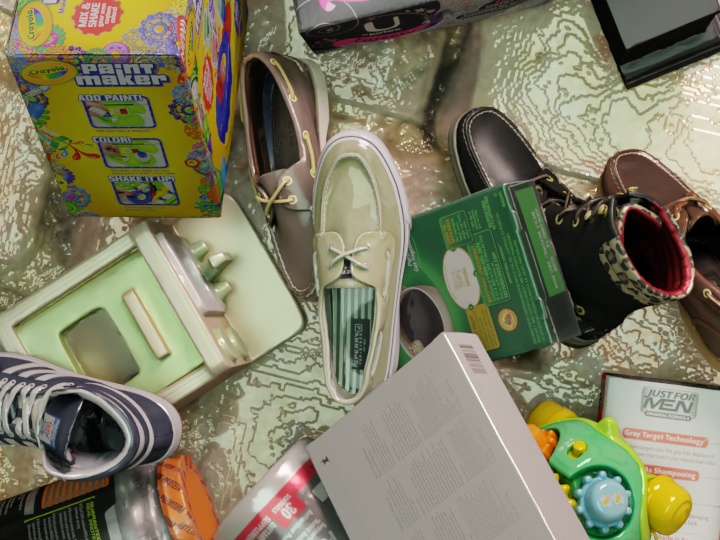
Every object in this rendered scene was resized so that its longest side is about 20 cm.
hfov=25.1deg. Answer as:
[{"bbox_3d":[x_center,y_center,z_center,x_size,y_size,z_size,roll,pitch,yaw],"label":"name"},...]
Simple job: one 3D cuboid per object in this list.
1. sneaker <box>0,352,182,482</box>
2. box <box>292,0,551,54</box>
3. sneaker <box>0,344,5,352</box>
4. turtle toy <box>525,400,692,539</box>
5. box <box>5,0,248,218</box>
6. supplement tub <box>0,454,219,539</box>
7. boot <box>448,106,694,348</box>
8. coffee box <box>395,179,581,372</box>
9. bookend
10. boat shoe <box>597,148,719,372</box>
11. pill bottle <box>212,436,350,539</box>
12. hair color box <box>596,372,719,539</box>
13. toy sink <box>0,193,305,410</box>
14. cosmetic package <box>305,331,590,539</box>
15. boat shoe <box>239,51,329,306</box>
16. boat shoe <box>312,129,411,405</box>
[{"bbox_3d":[-0.234,0.102,1.147,0.198,0.108,0.071,9,93,9],"label":"sneaker"},{"bbox_3d":[0.041,-0.253,1.228,0.198,0.115,0.133,-12,87,6],"label":"box"},{"bbox_3d":[-0.328,0.022,1.275,0.080,0.083,0.202,-18,86,5],"label":"sneaker"},{"bbox_3d":[0.137,0.194,1.167,0.145,0.101,0.201,32,106,36],"label":"turtle toy"},{"bbox_3d":[-0.161,-0.173,1.172,0.121,0.193,0.201,1,59,6],"label":"box"},{"bbox_3d":[-0.212,0.219,1.240,0.198,0.123,0.124,-19,87,6],"label":"supplement tub"},{"bbox_3d":[0.155,-0.048,1.188,0.073,0.154,0.205,-30,90,-24],"label":"boot"},{"bbox_3d":[0.059,0.016,1.206,0.199,0.044,0.124,-21,85,40],"label":"coffee box"},{"bbox_3d":[0.203,-0.253,1.170,0.091,0.200,0.200,-21,86,5],"label":"bookend"},{"bbox_3d":[0.246,-0.020,1.193,0.070,0.071,0.201,-22,61,-20],"label":"boat shoe"},{"bbox_3d":[-0.007,0.232,1.225,0.200,0.111,0.111,43,93,5],"label":"pill bottle"},{"bbox_3d":[0.223,0.184,1.228,0.101,0.061,0.202,7,90,6],"label":"hair color box"},{"bbox_3d":[-0.159,0.041,1.243,0.199,0.112,0.131,-31,86,4],"label":"toy sink"},{"bbox_3d":[0.063,0.168,1.130,0.151,0.052,0.201,-40,64,26],"label":"cosmetic package"},{"bbox_3d":[-0.054,-0.071,1.237,0.072,0.059,0.202,-18,73,39],"label":"boat shoe"},{"bbox_3d":[0.000,0.000,1.170,0.071,0.062,0.202,-2,100,12],"label":"boat shoe"}]
